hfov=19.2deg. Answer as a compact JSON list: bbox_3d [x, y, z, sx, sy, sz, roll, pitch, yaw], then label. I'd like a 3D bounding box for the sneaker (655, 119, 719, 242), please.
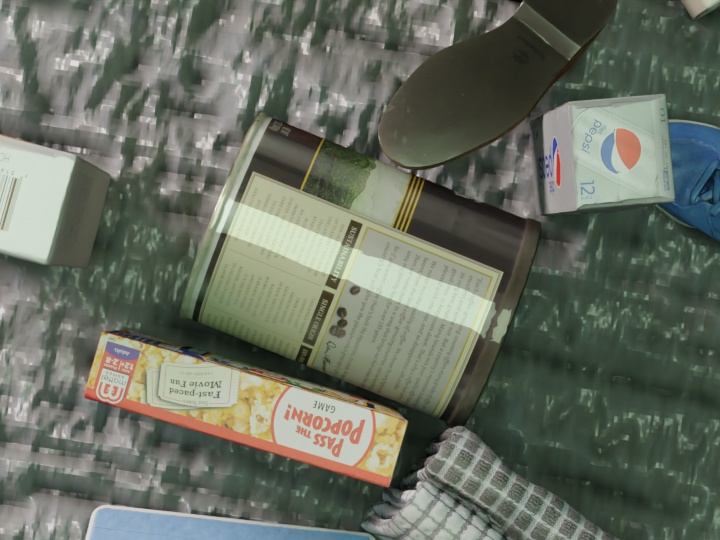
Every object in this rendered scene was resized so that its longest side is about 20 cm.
[{"bbox_3d":[0.272,-0.040,1.420,0.200,0.111,0.077,35,89,0],"label":"sneaker"}]

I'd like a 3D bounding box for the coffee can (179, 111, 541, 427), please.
[{"bbox_3d":[0.000,0.000,1.397,0.199,0.146,0.147,22,89,-1],"label":"coffee can"}]

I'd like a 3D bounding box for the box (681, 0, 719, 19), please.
[{"bbox_3d":[0.211,-0.276,1.442,0.082,0.068,0.200,-30,91,-1],"label":"box"}]

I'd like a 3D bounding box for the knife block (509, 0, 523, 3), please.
[{"bbox_3d":[0.036,-0.256,1.451,0.200,0.175,0.064,31,87,44],"label":"knife block"}]

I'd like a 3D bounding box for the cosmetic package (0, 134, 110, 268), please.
[{"bbox_3d":[-0.225,-0.047,1.366,0.101,0.200,0.072,15,89,-1],"label":"cosmetic package"}]

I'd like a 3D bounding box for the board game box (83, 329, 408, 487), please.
[{"bbox_3d":[-0.072,0.086,1.393,0.199,0.152,0.046,16,89,0],"label":"board game box"}]

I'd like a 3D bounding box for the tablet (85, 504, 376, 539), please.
[{"bbox_3d":[-0.094,0.223,1.416,0.199,0.014,0.130,5,54,7],"label":"tablet"}]

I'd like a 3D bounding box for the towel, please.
[{"bbox_3d":[0.097,0.174,1.374,0.165,0.200,0.086,34,82,-1],"label":"towel"}]

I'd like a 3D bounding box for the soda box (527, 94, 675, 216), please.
[{"bbox_3d":[0.152,-0.071,1.373,0.063,0.200,0.069,-5,90,-2],"label":"soda box"}]

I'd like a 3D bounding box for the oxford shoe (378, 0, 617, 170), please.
[{"bbox_3d":[0.091,-0.123,1.417,0.200,0.071,0.071,-37,78,-21],"label":"oxford shoe"}]
